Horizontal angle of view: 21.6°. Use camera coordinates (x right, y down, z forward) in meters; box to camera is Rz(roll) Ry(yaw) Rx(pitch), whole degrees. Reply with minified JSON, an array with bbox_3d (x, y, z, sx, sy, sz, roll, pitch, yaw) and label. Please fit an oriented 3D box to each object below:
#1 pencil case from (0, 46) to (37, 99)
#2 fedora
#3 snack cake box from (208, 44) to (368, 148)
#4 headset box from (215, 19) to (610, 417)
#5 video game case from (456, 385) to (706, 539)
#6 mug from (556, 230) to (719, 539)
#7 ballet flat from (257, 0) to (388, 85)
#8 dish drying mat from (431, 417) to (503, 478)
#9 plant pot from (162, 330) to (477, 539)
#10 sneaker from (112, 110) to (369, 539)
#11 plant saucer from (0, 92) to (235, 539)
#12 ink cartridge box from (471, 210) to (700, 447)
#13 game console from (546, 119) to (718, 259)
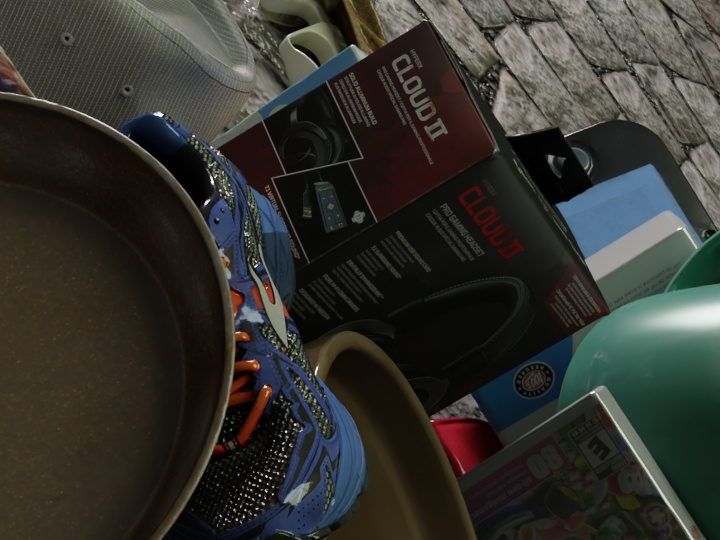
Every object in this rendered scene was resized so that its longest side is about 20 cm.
[{"bbox_3d":[-0.192,-0.102,0.742,0.200,0.078,0.089,53,43,-1],"label":"pencil case"},{"bbox_3d":[-0.117,-0.109,0.877,0.200,0.090,0.177,45,25,-20],"label":"fedora"},{"bbox_3d":[0.000,-0.021,0.907,0.067,0.115,0.200,63,13,21],"label":"snack cake box"},{"bbox_3d":[0.000,0.000,0.773,0.149,0.200,0.077,48,15,-55],"label":"headset box"},{"bbox_3d":[0.110,0.172,0.860,0.200,0.143,0.018,57,28,6],"label":"video game case"},{"bbox_3d":[0.172,0.078,0.927,0.185,0.114,0.152,-42,114,-48],"label":"mug"},{"bbox_3d":[-0.022,-0.144,1.158,0.072,0.068,0.201,2,57,-38],"label":"ballet flat"},{"bbox_3d":[0.100,0.167,1.005,0.077,0.018,0.200,10,49,-58],"label":"dish drying mat"},{"bbox_3d":[-0.018,0.131,0.708,0.201,0.092,0.202,-17,90,-73],"label":"plant pot"},{"bbox_3d":[-0.056,0.022,0.625,0.079,0.075,0.200,56,7,-41],"label":"sneaker"},{"bbox_3d":[-0.134,0.036,0.568,0.035,0.199,0.201,80,-9,-58],"label":"plant saucer"},{"bbox_3d":[0.164,0.091,1.037,0.200,0.144,0.084,58,7,-5],"label":"ink cartridge box"},{"bbox_3d":[0.144,0.009,1.150,0.176,0.031,0.200,-19,66,-21],"label":"game console"}]
